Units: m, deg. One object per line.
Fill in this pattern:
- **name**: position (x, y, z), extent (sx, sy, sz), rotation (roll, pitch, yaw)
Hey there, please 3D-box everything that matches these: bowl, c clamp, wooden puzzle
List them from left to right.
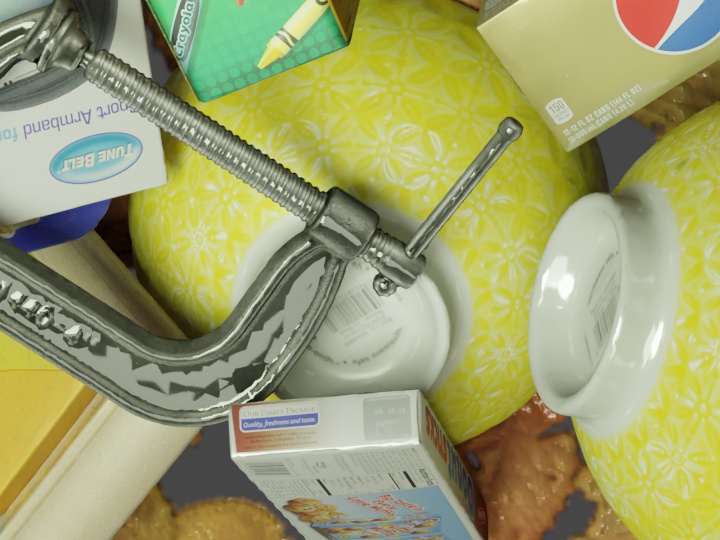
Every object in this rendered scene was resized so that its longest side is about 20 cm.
- **wooden puzzle**: position (-0.172, 0.038, 1.154), extent (0.200, 0.037, 0.185), rotation (46, 115, 14)
- **c clamp**: position (-0.069, -0.031, 1.035), extent (0.199, 0.027, 0.171), rotation (27, 111, -11)
- **bowl**: position (0.000, 0.000, 1.118), extent (0.199, 0.108, 0.201), rotation (2, 116, 4)
- **bowl**: position (0.126, 0.020, 1.043), extent (0.107, 0.200, 0.201), rotation (10, 118, -19)

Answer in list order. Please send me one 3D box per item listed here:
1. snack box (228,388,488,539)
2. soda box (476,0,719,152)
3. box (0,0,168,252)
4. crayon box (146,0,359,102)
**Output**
- **snack box**: position (0.003, 0.084, 1.129), extent (0.072, 0.200, 0.024), rotation (-6, 73, 8)
- **soda box**: position (0.142, -0.130, 1.061), extent (0.200, 0.068, 0.064), rotation (-32, 108, 19)
- **box**: position (-0.141, -0.092, 1.050), extent (0.119, 0.041, 0.201), rotation (-16, 113, -18)
- **crayon box**: position (-0.044, -0.154, 0.994), extent (0.058, 0.200, 0.119), rotation (-21, 112, 14)
